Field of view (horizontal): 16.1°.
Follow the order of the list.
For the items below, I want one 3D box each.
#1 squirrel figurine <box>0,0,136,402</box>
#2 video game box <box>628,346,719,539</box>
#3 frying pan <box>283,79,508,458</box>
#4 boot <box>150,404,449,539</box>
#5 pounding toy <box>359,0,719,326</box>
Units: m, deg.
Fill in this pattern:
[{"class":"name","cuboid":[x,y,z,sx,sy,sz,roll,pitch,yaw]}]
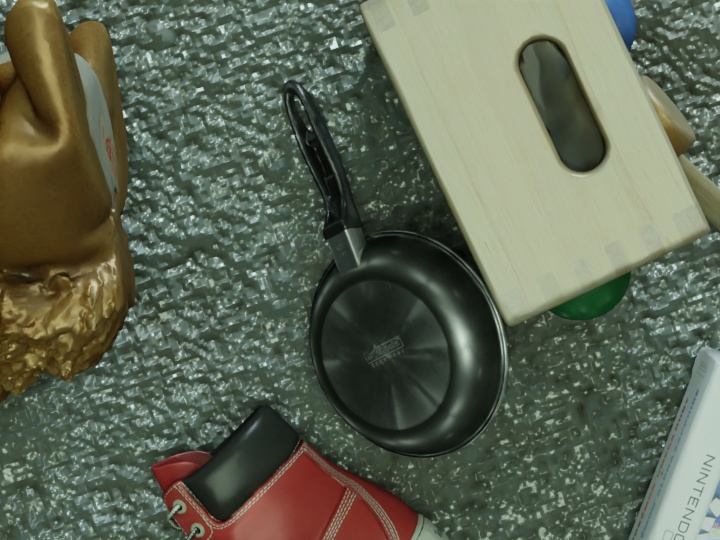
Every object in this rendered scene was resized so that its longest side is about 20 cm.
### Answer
[{"class":"squirrel figurine","cuboid":[-0.206,-0.025,1.198,0.186,0.142,0.201,-9,96,5]},{"class":"video game box","cuboid":[0.233,0.158,1.290,0.199,0.047,0.183,19,99,-6]},{"class":"frying pan","cuboid":[0.015,0.001,1.237,0.114,0.031,0.191,0,103,34]},{"class":"boot","cuboid":[-0.069,0.173,1.265,0.144,0.072,0.200,35,87,-7]},{"class":"pounding toy","cuboid":[0.107,-0.059,1.197,0.142,0.184,0.201,-25,91,3]}]
